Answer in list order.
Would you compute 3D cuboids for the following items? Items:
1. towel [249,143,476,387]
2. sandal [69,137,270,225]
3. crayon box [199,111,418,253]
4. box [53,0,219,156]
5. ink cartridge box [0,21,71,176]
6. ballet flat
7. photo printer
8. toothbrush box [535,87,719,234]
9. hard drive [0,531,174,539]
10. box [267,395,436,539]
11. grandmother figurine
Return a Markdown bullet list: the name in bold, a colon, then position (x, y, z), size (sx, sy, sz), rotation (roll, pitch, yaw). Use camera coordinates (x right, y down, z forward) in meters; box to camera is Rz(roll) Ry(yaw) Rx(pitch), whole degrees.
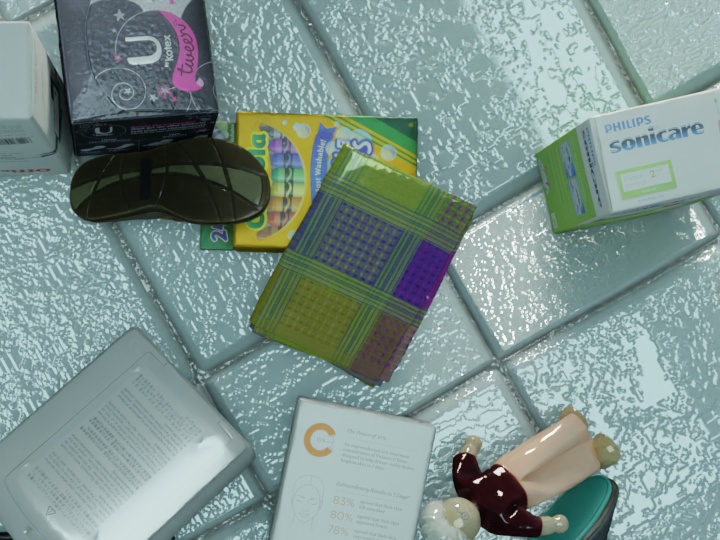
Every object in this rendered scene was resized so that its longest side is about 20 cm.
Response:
- **towel**: position (0.000, 0.000, 1.119), size (0.143, 0.023, 0.200), rotation (24, 106, -11)
- **sandal**: position (-0.169, -0.070, 1.123), size (0.200, 0.055, 0.082), rotation (-6, 73, 21)
- **crayon box**: position (-0.048, -0.079, 1.148), size (0.200, 0.052, 0.126), rotation (1, 86, -4)
- **box**: position (-0.202, -0.215, 1.102), size (0.132, 0.115, 0.200), rotation (-6, 83, -12)
- **ink cartridge box**: position (-0.334, -0.141, 1.058), size (0.146, 0.200, 0.084), rotation (-1, 83, -5)
- **ballet flat**: position (0.173, 0.276, 1.137), size (0.073, 0.073, 0.200), rotation (45, 78, 0)
- **photo printer**: position (-0.218, 0.172, 1.086), size (0.166, 0.069, 0.200), rotation (44, 74, 10)
- **toothbrush box**: position (0.253, -0.095, 1.097), size (0.145, 0.200, 0.086), rotation (-13, 86, -6)
- **hard drive**: position (-0.265, 0.302, 1.111), size (0.200, 0.038, 0.140), rotation (-2, 86, -4)
- **box**: position (-0.016, 0.222, 1.105), size (0.124, 0.097, 0.200), rotation (12, 86, -3)
- **grandmother figurine**: position (0.131, 0.190, 1.100), size (0.200, 0.061, 0.121), rotation (-28, 44, -30)
